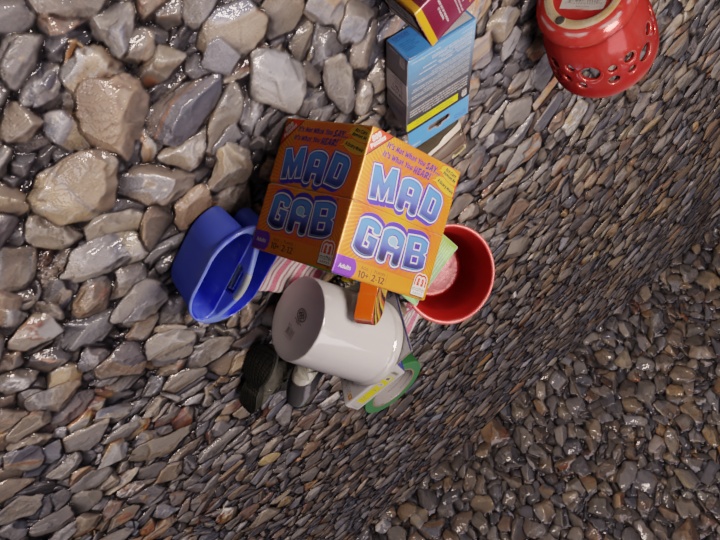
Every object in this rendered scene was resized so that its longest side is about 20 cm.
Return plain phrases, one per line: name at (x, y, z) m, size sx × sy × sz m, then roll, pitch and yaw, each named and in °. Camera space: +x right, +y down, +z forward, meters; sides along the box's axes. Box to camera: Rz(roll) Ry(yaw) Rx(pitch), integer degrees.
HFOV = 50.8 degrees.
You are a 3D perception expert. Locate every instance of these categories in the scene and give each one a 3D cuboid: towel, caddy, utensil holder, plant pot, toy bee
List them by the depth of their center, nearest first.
caddy at (-0.210, -0.006, 1.203) m, size 0.140 × 0.105 × 0.202 m, roll -5°, pitch 135°, yaw -51°
plant pot at (0.414, -0.439, 1.338) m, size 0.200 × 0.201 × 0.182 m, roll -45°, pitch 146°, yaw 5°
toy bee at (0.040, 0.001, 1.372) m, size 0.203 × 0.129 × 0.108 m, roll -63°, pitch 158°, yaw 2°
towel at (-0.110, -0.012, 1.414) m, size 0.147 × 0.030 × 0.199 m, roll -51°, pitch 152°, yaw 17°
utensil holder at (-0.044, 0.113, 1.432) m, size 0.198 × 0.171 × 0.171 m, roll 22°, pitch 114°, yaw -41°
plant pot at (0.168, -0.001, 1.599) m, size 0.200 × 0.201 × 0.177 m, roll -41°, pitch -171°, yaw -1°
towel at (0.082, 0.143, 1.878) m, size 0.198 × 0.030 × 0.148 m, roll -15°, pitch 142°, yaw -43°

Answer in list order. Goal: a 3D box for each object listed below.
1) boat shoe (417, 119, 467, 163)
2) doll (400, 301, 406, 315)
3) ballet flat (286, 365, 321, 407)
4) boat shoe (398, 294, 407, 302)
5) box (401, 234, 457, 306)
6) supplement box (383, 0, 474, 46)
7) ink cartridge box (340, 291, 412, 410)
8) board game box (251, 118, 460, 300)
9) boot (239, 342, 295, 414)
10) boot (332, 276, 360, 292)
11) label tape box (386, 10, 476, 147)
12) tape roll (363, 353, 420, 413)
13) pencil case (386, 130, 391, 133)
boat shoe at (0.116, -0.197, 1.397) m, size 0.199 × 0.072 × 0.060 m, roll -42°, pitch 123°, yaw -11°
doll at (0.021, 0.136, 1.738) m, size 0.198 × 0.049 × 0.137 m, roll -36°, pitch 125°, yaw 2°
ballet flat at (-0.106, 0.193, 1.627) m, size 0.202 × 0.072 × 0.074 m, roll -59°, pitch 160°, yaw -24°
boat shoe at (0.130, 0.042, 1.780) m, size 0.198 × 0.061 × 0.075 m, roll -27°, pitch 151°, yaw -29°
box at (0.074, -0.047, 1.455) m, size 0.199 × 0.036 × 0.145 m, roll 38°, pitch 89°, yaw -21°
supplement box at (0.123, -0.431, 1.042) m, size 0.200 × 0.111 × 0.085 m, roll -46°, pitch 153°, yaw 6°
ink cartridge box at (0.028, 0.143, 1.533) m, size 0.047 × 0.200 × 0.199 m, roll 27°, pitch 125°, yaw -37°
board game box at (-0.007, -0.091, 1.135) m, size 0.198 × 0.198 × 0.204 m, roll 18°, pitch 89°, yaw -43°
boot at (-0.185, 0.204, 1.605) m, size 0.130 × 0.067 × 0.202 m, roll -33°, pitch 153°, yaw -45°
boot at (0.000, 0.000, 1.538) m, size 0.136 × 0.078 × 0.202 m, roll -23°, pitch 146°, yaw -25°
label tape box at (0.113, -0.315, 1.245) m, size 0.143 × 0.063 × 0.202 m, roll -34°, pitch 152°, yaw -18°
tape roll at (0.078, 0.309, 2.105) m, size 0.198 × 0.048 × 0.202 m, roll -33°, pitch 152°, yaw -20°
pencil case at (0.001, -0.147, 1.311) m, size 0.200 × 0.090 × 0.078 m, roll -43°, pitch -164°, yaw -6°
